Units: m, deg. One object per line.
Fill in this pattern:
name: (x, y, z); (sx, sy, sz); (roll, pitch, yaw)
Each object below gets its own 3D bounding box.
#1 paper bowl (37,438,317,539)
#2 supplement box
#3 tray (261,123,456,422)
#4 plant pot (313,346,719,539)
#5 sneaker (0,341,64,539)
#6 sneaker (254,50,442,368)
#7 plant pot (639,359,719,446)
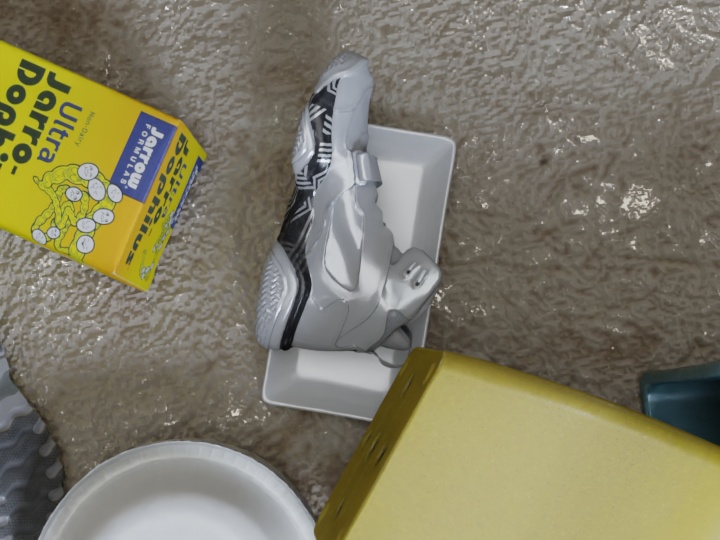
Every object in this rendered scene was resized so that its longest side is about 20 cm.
paper bowl: (-0.114, 0.210, 0.810); (0.197, 0.104, 0.204); (0, 83, -3)
supplement box: (-0.219, -0.079, 0.850); (0.197, 0.110, 0.110); (23, 85, 4)
tray: (0.000, 0.000, 0.876); (0.106, 0.022, 0.203); (9, 84, 4)
plant pot: (0.080, 0.149, 0.753); (0.175, 0.200, 0.202); (30, 86, -4)
sneaker: (-0.265, 0.112, 0.863); (0.081, 0.074, 0.203); (-21, 88, 35)
sneaker: (0.005, -0.036, 0.834); (0.113, 0.075, 0.203); (14, 90, 3)
plant pot: (0.306, 0.144, 0.771); (0.197, 0.196, 0.200); (-7, 83, -7)
